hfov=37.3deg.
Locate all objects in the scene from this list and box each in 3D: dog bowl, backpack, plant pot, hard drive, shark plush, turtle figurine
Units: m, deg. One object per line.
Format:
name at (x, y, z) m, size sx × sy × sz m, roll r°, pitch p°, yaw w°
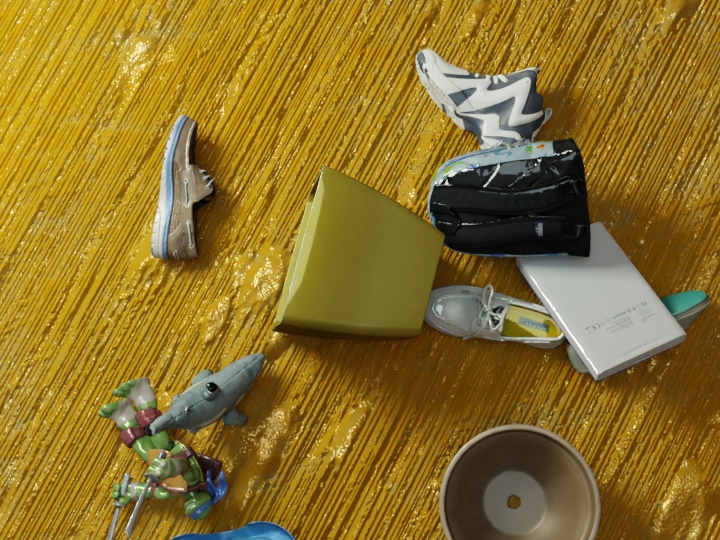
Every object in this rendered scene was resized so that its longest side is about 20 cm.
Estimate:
dog bowl at (-0.171, 0.391, 1.392) m, size 0.199 × 0.050 × 0.112 m, roll -10°, pitch 81°, yaw 1°
backpack at (0.186, -0.091, 1.391) m, size 0.199 × 0.154 × 0.164 m, roll -13°, pitch 117°, yaw 2°
plant pot at (0.199, 0.298, 1.364) m, size 0.200 × 0.093 × 0.202 m, roll 0°, pitch 82°, yaw 2°
hard drive at (0.308, 0.036, 1.383) m, size 0.131 × 0.025 × 0.200 m, roll -22°, pitch 56°, yaw -12°
shark plush at (-0.208, 0.158, 1.372) m, size 0.083 × 0.200 × 0.091 m, roll -45°, pitch 67°, yaw 36°
turtle figurine at (-0.288, 0.252, 1.370) m, size 0.199 × 0.144 × 0.194 m, roll -28°, pitch 73°, yaw -12°
plant pot at (0.000, 0.000, 1.380) m, size 0.176 × 0.200 × 0.201 m, roll 16°, pitch 82°, yaw -5°

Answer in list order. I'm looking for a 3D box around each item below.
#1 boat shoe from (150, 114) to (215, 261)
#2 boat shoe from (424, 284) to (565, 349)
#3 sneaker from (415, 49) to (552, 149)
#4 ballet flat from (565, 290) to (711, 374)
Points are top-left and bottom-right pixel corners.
boat shoe at (-0.237, -0.112, 1.470) m, size 0.072 × 0.072 × 0.201 m, roll 8°, pitch 92°, yaw 0°
boat shoe at (0.177, 0.062, 1.405) m, size 0.201 × 0.086 × 0.075 m, roll 15°, pitch 82°, yaw 5°
sneaker at (0.179, -0.252, 1.459) m, size 0.130 × 0.080 × 0.199 m, roll -42°, pitch 81°, yaw -5°
ballet flat at (0.370, 0.085, 1.412) m, size 0.199 × 0.067 × 0.064 m, roll -19°, pitch 109°, yaw 1°
